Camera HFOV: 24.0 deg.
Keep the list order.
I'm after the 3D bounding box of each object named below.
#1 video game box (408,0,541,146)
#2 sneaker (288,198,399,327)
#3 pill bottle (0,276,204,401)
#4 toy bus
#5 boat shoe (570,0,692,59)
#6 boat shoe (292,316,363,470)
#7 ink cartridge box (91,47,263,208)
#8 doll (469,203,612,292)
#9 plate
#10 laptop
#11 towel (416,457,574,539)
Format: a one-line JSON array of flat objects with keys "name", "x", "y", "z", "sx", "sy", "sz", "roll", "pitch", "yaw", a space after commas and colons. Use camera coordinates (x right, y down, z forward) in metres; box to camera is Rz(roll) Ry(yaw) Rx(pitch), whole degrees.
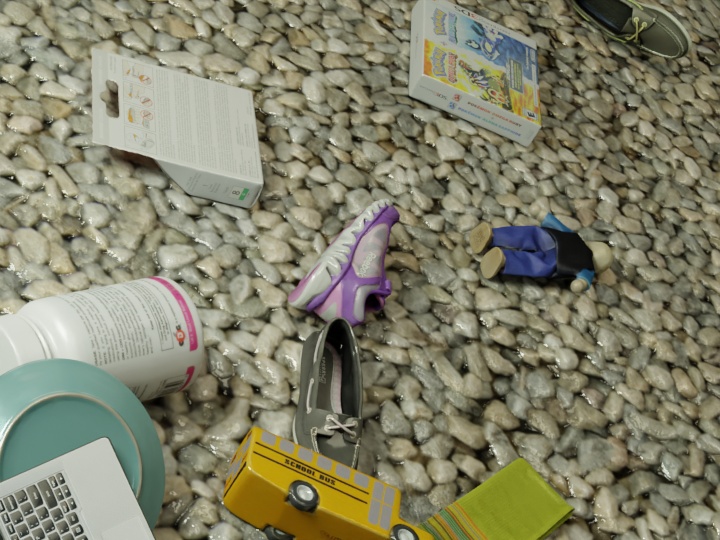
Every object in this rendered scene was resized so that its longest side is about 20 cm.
[{"name": "video game box", "x": 0.154, "y": -0.274, "z": 2.282, "sx": 0.181, "sy": 0.047, "sz": 0.201, "roll": 20, "pitch": 40, "yaw": -15}, {"name": "sneaker", "x": 0.000, "y": 0.000, "z": 1.863, "sx": 0.088, "sy": 0.081, "sz": 0.200, "roll": 40, "pitch": 43, "yaw": -3}, {"name": "pill bottle", "x": -0.253, "y": 0.075, "z": 1.563, "sx": 0.199, "sy": 0.114, "sz": 0.114, "roll": -12, "pitch": 57, "yaw": -43}, {"name": "toy bus", "x": -0.029, "y": 0.227, "z": 1.607, "sx": 0.199, "sy": 0.065, "sz": 0.079, "roll": 25, "pitch": 37, "yaw": -12}, {"name": "boat shoe", "x": 0.404, "y": -0.375, "z": 2.550, "sx": 0.201, "sy": 0.072, "sz": 0.060, "roll": 35, "pitch": 39, "yaw": 10}, {"name": "boat shoe", "x": -0.029, "y": 0.131, "z": 1.713, "sx": 0.066, "sy": 0.057, "sz": 0.201, "roll": 17, "pitch": 41, "yaw": -21}, {"name": "ink cartridge box", "x": -0.211, "y": -0.159, "z": 1.898, "sx": 0.199, "sy": 0.050, "sz": 0.162, "roll": 11, "pitch": 44, "yaw": -21}, {"name": "doll", "x": 0.230, "y": -0.025, "z": 2.073, "sx": 0.199, "sy": 0.049, "sz": 0.137, "roll": 4, "pitch": 48, "yaw": -32}, {"name": "plate", "x": -0.253, "y": 0.174, "z": 1.454, "sx": 0.199, "sy": 0.026, "sz": 0.202, "roll": 8, "pitch": 75, "yaw": -32}, {"name": "laptop", "x": -0.229, "y": 0.241, "z": 1.356, "sx": 0.199, "sy": 0.116, "sz": 0.188, "roll": -22, "pitch": 84, "yaw": -35}, {"name": "towel", "x": 0.140, "y": 0.257, "z": 1.737, "sx": 0.086, "sy": 0.018, "sz": 0.200, "roll": 48, "pitch": 40, "yaw": 15}]
